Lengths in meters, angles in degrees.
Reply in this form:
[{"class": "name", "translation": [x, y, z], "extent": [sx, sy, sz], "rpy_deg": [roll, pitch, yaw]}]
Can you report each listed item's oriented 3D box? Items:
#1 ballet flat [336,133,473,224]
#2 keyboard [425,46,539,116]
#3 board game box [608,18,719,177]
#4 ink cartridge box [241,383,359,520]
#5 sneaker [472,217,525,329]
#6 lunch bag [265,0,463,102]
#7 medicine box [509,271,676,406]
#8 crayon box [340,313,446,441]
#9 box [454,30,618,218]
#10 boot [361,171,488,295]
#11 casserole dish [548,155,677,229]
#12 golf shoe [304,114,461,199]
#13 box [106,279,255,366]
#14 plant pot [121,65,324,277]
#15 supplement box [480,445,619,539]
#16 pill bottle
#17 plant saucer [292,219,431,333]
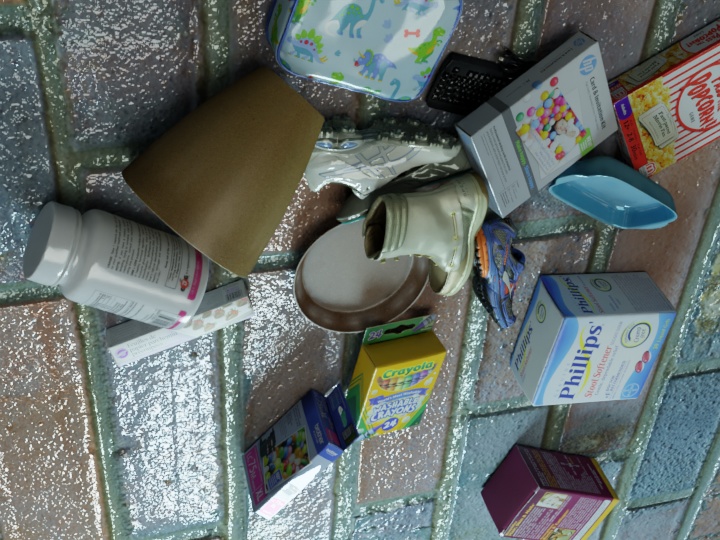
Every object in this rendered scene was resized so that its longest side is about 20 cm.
[{"class": "ballet flat", "translation": [0.052, -0.125, 1.263], "extent": [0.198, 0.067, 0.064], "rpy_deg": [-23, 104, -3]}, {"class": "keyboard", "translation": [0.188, -0.226, 1.236], "extent": [0.198, 0.040, 0.105], "rpy_deg": [6, 125, -25]}, {"class": "board game box", "translation": [0.435, -0.230, 1.317], "extent": [0.199, 0.046, 0.152], "rpy_deg": [-30, 131, 5]}, {"class": "ink cartridge box", "translation": [-0.094, 0.266, 1.471], "extent": [0.200, 0.120, 0.042], "rpy_deg": [-42, 127, 14]}, {"class": "sneaker", "translation": [0.205, 0.006, 1.406], "extent": [0.078, 0.076, 0.201], "rpy_deg": [-23, 133, -5]}, {"class": "lunch bag", "translation": [0.006, -0.286, 1.094], "extent": [0.198, 0.083, 0.162], "rpy_deg": [9, 124, -26]}, {"class": "medicine box", "translation": [0.357, 0.106, 1.519], "extent": [0.198, 0.103, 0.183], "rpy_deg": [-2, 128, -19]}, {"class": "crayon box", "translation": [0.050, 0.163, 1.462], "extent": [0.125, 0.052, 0.201], "rpy_deg": [-10, 135, -28]}, {"class": "box", "translation": [0.228, -0.182, 1.242], "extent": [0.199, 0.041, 0.156], "rpy_deg": [-37, 137, -7]}, {"class": "boot", "translation": [0.075, -0.033, 1.271], "extent": [0.153, 0.072, 0.201], "rpy_deg": [-14, 140, -23]}, {"class": "casserole dish", "translation": [0.352, -0.109, 1.355], "extent": [0.199, 0.039, 0.121], "rpy_deg": [21, 161, -33]}, {"class": "golf shoe", "translation": [0.023, -0.138, 1.215], "extent": [0.198, 0.078, 0.098], "rpy_deg": [2, 117, -7]}, {"class": "box", "translation": [-0.241, 0.070, 1.315], "extent": [0.198, 0.042, 0.039], "rpy_deg": [-21, 131, -4]}, {"class": "plant pot", "translation": [-0.138, -0.128, 1.120], "extent": [0.200, 0.186, 0.186], "rpy_deg": [-49, 128, 4]}, {"class": "supplement box", "translation": [0.338, 0.405, 1.749], "extent": [0.199, 0.104, 0.131], "rpy_deg": [15, 121, -30]}, {"class": "pill bottle", "translation": [-0.295, -0.007, 1.185], "extent": [0.199, 0.114, 0.114], "rpy_deg": [21, 118, -32]}, {"class": "plant saucer", "translation": [0.000, 0.000, 1.351], "extent": [0.198, 0.035, 0.202], "rpy_deg": [-10, 129, -12]}]
